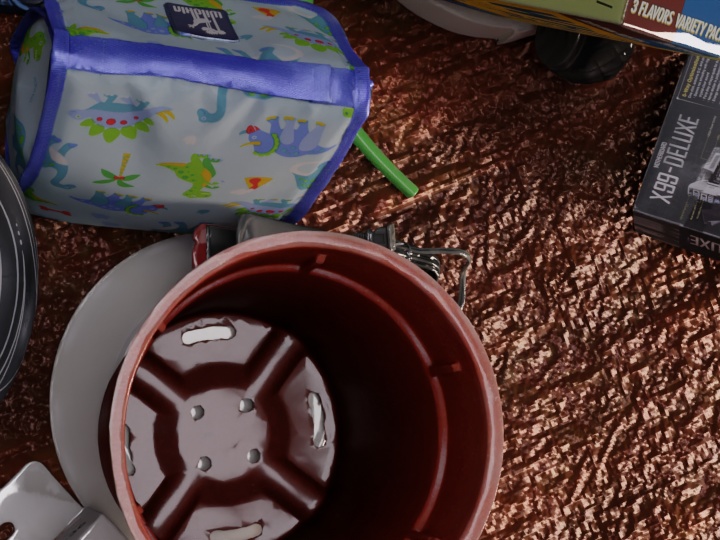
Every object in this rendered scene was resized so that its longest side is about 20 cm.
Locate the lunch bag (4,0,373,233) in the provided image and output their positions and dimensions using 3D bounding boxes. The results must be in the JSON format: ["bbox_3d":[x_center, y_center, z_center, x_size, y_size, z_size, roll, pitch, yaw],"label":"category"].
[{"bbox_3d":[-0.101,-0.090,1.060,0.169,0.200,0.128,4,85,-17],"label":"lunch bag"}]

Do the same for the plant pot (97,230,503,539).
[{"bbox_3d":[-0.051,0.087,1.040,0.200,0.195,0.202,1,86,-17],"label":"plant pot"}]

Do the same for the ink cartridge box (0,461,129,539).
[{"bbox_3d":[-0.151,0.215,1.088,0.116,0.067,0.200,-44,99,-15],"label":"ink cartridge box"}]

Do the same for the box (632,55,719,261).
[{"bbox_3d":[0.276,-0.097,1.225,0.157,0.050,0.201,17,79,15],"label":"box"}]

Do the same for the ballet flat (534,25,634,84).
[{"bbox_3d":[0.171,-0.198,1.162,0.057,0.200,0.067,3,40,-43],"label":"ballet flat"}]

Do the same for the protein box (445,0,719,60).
[{"bbox_3d":[0.131,-0.232,1.068,0.135,0.200,0.200,8,98,-45],"label":"protein box"}]

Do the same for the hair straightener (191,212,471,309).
[{"bbox_3d":[0.000,0.000,1.121,0.199,0.077,0.041,16,70,-44],"label":"hair straightener"}]

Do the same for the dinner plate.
[{"bbox_3d":[-0.082,0.077,1.146,0.199,0.024,0.201,2,84,-17],"label":"dinner plate"}]

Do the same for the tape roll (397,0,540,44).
[{"bbox_3d":[0.084,-0.245,1.217,0.202,0.037,0.204,2,84,-18],"label":"tape roll"}]

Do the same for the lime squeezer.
[{"bbox_3d":[-0.022,-0.134,1.182,0.070,0.038,0.201,-16,90,-49],"label":"lime squeezer"}]

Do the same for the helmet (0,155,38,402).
[{"bbox_3d":[-0.260,0.005,1.010,0.190,0.200,0.201,33,77,-20],"label":"helmet"}]

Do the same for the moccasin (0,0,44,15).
[{"bbox_3d":[-0.181,-0.184,1.107,0.199,0.068,0.081,5,89,-13],"label":"moccasin"}]
